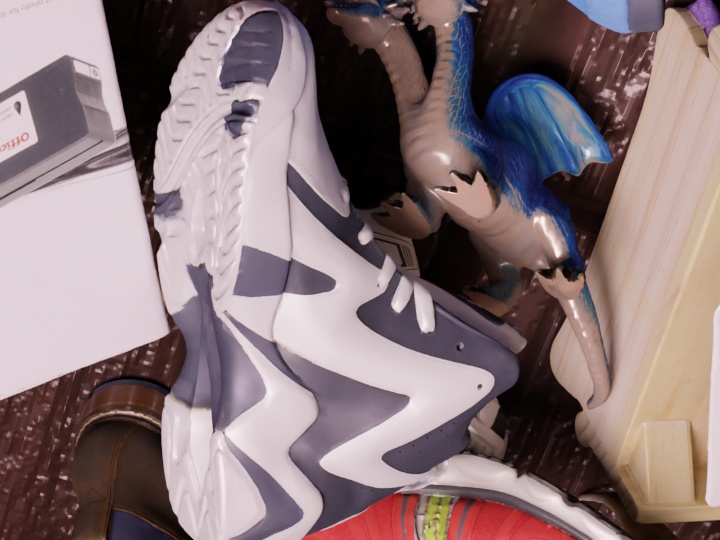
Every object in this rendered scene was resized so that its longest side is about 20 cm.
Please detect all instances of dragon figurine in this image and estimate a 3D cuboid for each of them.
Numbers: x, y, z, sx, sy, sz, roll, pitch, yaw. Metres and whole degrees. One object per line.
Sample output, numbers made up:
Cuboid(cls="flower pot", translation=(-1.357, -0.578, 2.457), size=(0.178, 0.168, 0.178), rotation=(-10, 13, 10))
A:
Cuboid(cls="dragon figurine", translation=(0.057, -0.037, 0.863), size=(0.059, 0.100, 0.200), rotation=(-22, 128, 36))

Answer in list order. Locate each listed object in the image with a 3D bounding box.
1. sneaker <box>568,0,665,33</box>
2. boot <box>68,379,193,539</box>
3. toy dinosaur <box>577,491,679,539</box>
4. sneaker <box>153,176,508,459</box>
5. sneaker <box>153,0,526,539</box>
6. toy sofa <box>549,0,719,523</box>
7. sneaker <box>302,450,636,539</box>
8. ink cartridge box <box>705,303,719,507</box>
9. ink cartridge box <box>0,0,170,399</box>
Cuboid(cls="sneaker", translation=(0.055, -0.122, 0.730), size=(0.078, 0.200, 0.066), rotation=(0, 113, -4))
Cuboid(cls="boot", translation=(-0.070, 0.152, 0.988), size=(0.074, 0.097, 0.200), rotation=(-25, 117, 20))
Cuboid(cls="toy dinosaur", translation=(0.138, 0.134, 0.894), size=(0.101, 0.201, 0.058), rotation=(-16, 131, 5))
Cuboid(cls="sneaker", translation=(0.006, 0.010, 0.900), size=(0.075, 0.088, 0.200), rotation=(5, 155, 42))
Cuboid(cls="sneaker", translation=(0.000, 0.000, 0.795), size=(0.129, 0.079, 0.200), rotation=(-8, 106, -27))
Cuboid(cls="toy sofa", translation=(0.150, -0.004, 0.878), size=(0.082, 0.098, 0.201), rotation=(-1, 127, -22))
Cuboid(cls="sneaker", translation=(0.032, 0.116, 0.896), size=(0.199, 0.085, 0.077), rotation=(15, 168, 24))
Cuboid(cls="ink cartridge box", translation=(0.232, 0.040, 0.839), size=(0.199, 0.068, 0.117), rotation=(-18, 132, -13))
Cuboid(cls="ink cartridge box", translation=(-0.144, -0.076, 0.810), size=(0.084, 0.145, 0.201), rotation=(-19, 124, -17))
